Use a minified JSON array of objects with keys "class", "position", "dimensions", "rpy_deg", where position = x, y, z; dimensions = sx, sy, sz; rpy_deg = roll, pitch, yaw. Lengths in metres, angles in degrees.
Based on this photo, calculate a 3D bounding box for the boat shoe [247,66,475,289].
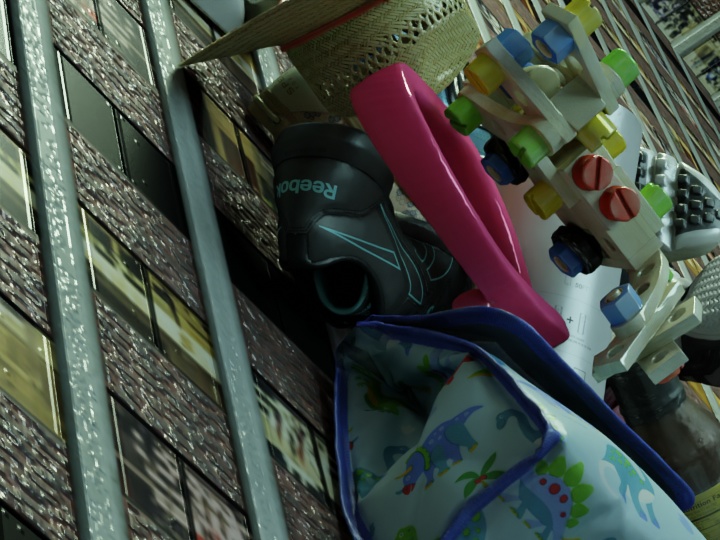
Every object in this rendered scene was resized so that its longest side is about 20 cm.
[{"class":"boat shoe","position":[0.013,-0.033,1.429],"dimensions":[0.200,0.063,0.073],"rpy_deg":[56,-2,-14]}]

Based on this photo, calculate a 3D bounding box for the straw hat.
[{"class":"straw hat","position":[0.010,-0.125,1.327],"dimensions":[0.085,0.201,0.201],"rpy_deg":[59,13,-5]}]

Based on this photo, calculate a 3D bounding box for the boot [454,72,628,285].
[{"class":"boot","position":[0.112,-0.035,1.714],"dimensions":[0.165,0.066,0.200],"rpy_deg":[29,-20,46]}]

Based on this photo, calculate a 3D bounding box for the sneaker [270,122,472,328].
[{"class":"sneaker","position":[0.000,0.000,1.310],"dimensions":[0.200,0.075,0.079],"rpy_deg":[48,44,-55]}]

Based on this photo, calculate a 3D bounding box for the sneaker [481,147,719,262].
[{"class":"sneaker","position":[0.131,-0.029,1.563],"dimensions":[0.081,0.200,0.075],"rpy_deg":[61,38,-53]}]

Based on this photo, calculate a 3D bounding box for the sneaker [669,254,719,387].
[{"class":"sneaker","position":[0.224,0.053,1.543],"dimensions":[0.114,0.076,0.200],"rpy_deg":[36,-19,-11]}]

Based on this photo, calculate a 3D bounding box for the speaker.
[{"class":"speaker","position":[0.104,0.003,1.390],"dimensions":[0.081,0.081,0.200],"rpy_deg":[39,54,-50]}]

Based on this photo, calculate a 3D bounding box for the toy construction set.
[{"class":"toy construction set","position":[0.115,-0.041,1.261],"dimensions":[0.200,0.092,0.131],"rpy_deg":[66,-17,-12]}]

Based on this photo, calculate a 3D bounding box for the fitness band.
[{"class":"fitness band","position":[0.051,-0.029,1.262],"dimensions":[0.144,0.037,0.200],"rpy_deg":[66,9,19]}]

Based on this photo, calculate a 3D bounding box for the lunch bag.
[{"class":"lunch bag","position":[0.076,0.112,1.180],"dimensions":[0.170,0.127,0.200],"rpy_deg":[44,2,-26]}]

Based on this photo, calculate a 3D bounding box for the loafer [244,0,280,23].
[{"class":"loafer","position":[-0.054,-0.197,1.518],"dimensions":[0.068,0.076,0.200],"rpy_deg":[60,0,-30]}]

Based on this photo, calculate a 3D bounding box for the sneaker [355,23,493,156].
[{"class":"sneaker","position":[0.022,-0.140,1.617],"dimensions":[0.200,0.090,0.078],"rpy_deg":[56,14,0]}]

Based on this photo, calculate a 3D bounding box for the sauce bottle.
[{"class":"sauce bottle","position":[0.187,0.124,1.429],"dimensions":[0.065,0.065,0.200],"rpy_deg":[-70,137,-73]}]

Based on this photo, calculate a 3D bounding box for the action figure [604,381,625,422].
[{"class":"action figure","position":[0.180,0.111,1.494],"dimensions":[0.134,0.149,0.200],"rpy_deg":[-65,134,-67]}]

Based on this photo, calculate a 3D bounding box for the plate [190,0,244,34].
[{"class":"plate","position":[-0.138,-0.251,1.451],"dimensions":[0.200,0.032,0.200],"rpy_deg":[41,20,-46]}]
